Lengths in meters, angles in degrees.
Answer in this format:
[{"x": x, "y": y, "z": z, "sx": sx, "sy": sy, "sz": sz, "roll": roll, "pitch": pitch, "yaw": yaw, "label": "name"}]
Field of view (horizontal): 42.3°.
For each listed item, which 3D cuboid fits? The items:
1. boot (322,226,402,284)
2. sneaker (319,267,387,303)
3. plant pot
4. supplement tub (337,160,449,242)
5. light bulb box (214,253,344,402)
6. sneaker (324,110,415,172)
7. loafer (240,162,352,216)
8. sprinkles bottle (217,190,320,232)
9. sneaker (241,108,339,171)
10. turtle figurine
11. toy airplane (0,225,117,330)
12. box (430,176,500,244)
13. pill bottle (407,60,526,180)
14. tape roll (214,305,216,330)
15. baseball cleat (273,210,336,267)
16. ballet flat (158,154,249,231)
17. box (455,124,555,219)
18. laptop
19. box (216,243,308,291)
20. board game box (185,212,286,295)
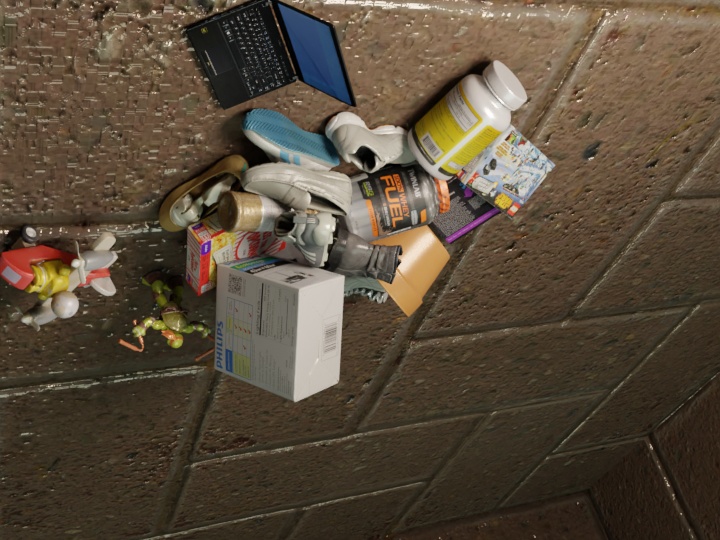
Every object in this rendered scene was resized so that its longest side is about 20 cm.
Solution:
[{"x": 0.000, "y": 0.000, "z": 1.667, "sx": 0.129, "sy": 0.071, "sz": 0.200, "roll": 16, "pitch": 159, "yaw": -5, "label": "boot"}, {"x": -0.009, "y": 0.010, "z": 1.925, "sx": 0.197, "sy": 0.076, "sz": 0.082, "roll": 9, "pitch": 124, "yaw": -43, "label": "sneaker"}, {"x": 0.079, "y": -0.033, "z": 1.804, "sx": 0.140, "sy": 0.201, "sz": 0.200, "roll": -41, "pitch": 147, "yaw": 1, "label": "plant pot"}, {"x": 0.055, "y": -0.127, "z": 1.689, "sx": 0.196, "sy": 0.124, "sz": 0.123, "roll": -17, "pitch": 149, "yaw": -7, "label": "supplement tub"}, {"x": -0.143, "y": 0.093, "z": 1.618, "sx": 0.124, "sy": 0.197, "sz": 0.203, "roll": -15, "pitch": 114, "yaw": -50, "label": "light bulb box"}, {"x": 0.028, "y": -0.199, "z": 1.590, "sx": 0.197, "sy": 0.093, "sz": 0.076, "roll": 8, "pitch": 139, "yaw": -40, "label": "sneaker"}, {"x": -0.101, "y": -0.129, "z": 1.514, "sx": 0.196, "sy": 0.071, "sz": 0.070, "roll": 4, "pitch": 160, "yaw": -27, "label": "loafer"}, {"x": -0.142, "y": -0.099, "z": 1.561, "sx": 0.197, "sy": 0.069, "sz": 0.068, "roll": -4, "pitch": 147, "yaw": -43, "label": "sprinkles bottle"}, {"x": -0.124, "y": -0.196, "z": 1.522, "sx": 0.080, "sy": 0.078, "sz": 0.198, "roll": -32, "pitch": 145, "yaw": 30, "label": "sneaker"}, {"x": -0.359, "y": 0.080, "z": 1.718, "sx": 0.196, "sy": 0.164, "sz": 0.065, "roll": 4, "pitch": 142, "yaw": -35, "label": "turtle figurine"}, {"x": -0.494, "y": 0.020, "z": 1.563, "sx": 0.195, "sy": 0.143, "sz": 0.202, "roll": -15, "pitch": 148, "yaw": -12, "label": "toy airplane"}, {"x": 0.195, "y": -0.137, "z": 1.846, "sx": 0.141, "sy": 0.037, "sz": 0.199, "roll": -32, "pitch": 149, "yaw": 14, "label": "box"}, {"x": 0.182, "y": -0.256, "z": 1.577, "sx": 0.111, "sy": 0.114, "sz": 0.199, "roll": 16, "pitch": 134, "yaw": -45, "label": "pill bottle"}, {"x": -0.182, "y": 0.095, "z": 1.809, "sx": 0.196, "sy": 0.204, "sz": 0.067, "roll": -19, "pitch": 153, "yaw": -3, "label": "tape roll"}, {"x": -0.094, "y": -0.060, "z": 1.543, "sx": 0.104, "sy": 0.071, "sz": 0.200, "roll": 10, "pitch": 161, "yaw": -5, "label": "baseball cleat"}, {"x": -0.269, "y": -0.121, "z": 1.553, "sx": 0.199, "sy": 0.064, "sz": 0.069, "roll": -37, "pitch": 118, "yaw": 20, "label": "ballet flat"}, {"x": 0.277, "y": -0.192, "z": 1.768, "sx": 0.138, "sy": 0.040, "sz": 0.199, "roll": -51, "pitch": 142, "yaw": 10, "label": "box"}, {"x": -0.125, "y": -0.291, "z": 1.345, "sx": 0.196, "sy": 0.105, "sz": 0.178, "roll": -21, "pitch": 149, "yaw": 0, "label": "laptop"}, {"x": -0.179, "y": 0.013, "z": 1.771, "sx": 0.196, "sy": 0.118, "sz": 0.061, "roll": -17, "pitch": 152, "yaw": -10, "label": "box"}, {"x": -0.214, "y": -0.058, "z": 1.643, "sx": 0.198, "sy": 0.046, "sz": 0.153, "roll": -31, "pitch": 156, "yaw": -28, "label": "board game box"}]
